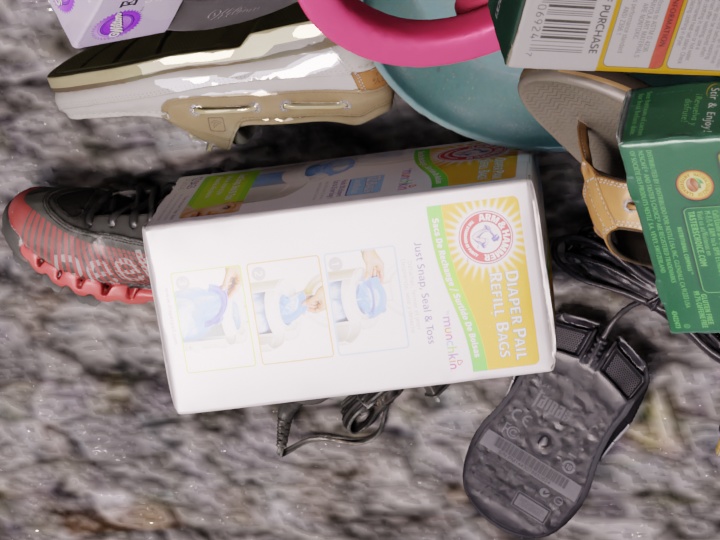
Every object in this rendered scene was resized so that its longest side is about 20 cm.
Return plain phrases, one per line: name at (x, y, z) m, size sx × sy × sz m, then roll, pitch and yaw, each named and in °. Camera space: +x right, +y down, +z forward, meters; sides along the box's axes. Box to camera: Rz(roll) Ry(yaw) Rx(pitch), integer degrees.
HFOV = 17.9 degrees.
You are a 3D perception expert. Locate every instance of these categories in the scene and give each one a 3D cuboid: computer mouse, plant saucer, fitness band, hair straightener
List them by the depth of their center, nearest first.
fitness band at (0.059, -0.166, 1.012) m, size 0.199 × 0.038 × 0.144 m, roll -30°, pitch 137°, yaw 17°
plant saucer at (0.097, -0.142, 1.112) m, size 0.198 × 0.036 × 0.201 m, roll 0°, pitch 137°, yaw 0°
computer mouse at (0.147, 0.076, 1.280) m, size 0.140 × 0.046 × 0.201 m, roll 26°, pitch 119°, yaw 10°
hair straightener at (0.011, 0.061, 1.329) m, size 0.077 × 0.041 × 0.200 m, roll 37°, pitch 131°, yaw -5°

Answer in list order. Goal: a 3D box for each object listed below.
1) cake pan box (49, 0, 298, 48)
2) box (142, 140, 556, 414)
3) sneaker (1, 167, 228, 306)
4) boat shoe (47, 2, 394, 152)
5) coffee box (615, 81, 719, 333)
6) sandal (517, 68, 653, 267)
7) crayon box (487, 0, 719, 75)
cake pan box at (-0.039, -0.184, 1.061) m, size 0.200 × 0.183 × 0.053 m, roll -49°, pitch 61°, yaw 53°
box at (0.000, 0.000, 1.194) m, size 0.199 × 0.113 × 0.102 m, roll -7°, pitch 105°, yaw 8°
sneaker at (-0.109, -0.021, 1.304) m, size 0.199 × 0.071 × 0.098 m, roll 18°, pitch 130°, yaw 9°
boat shoe at (-0.076, -0.098, 1.229) m, size 0.199 × 0.075 × 0.069 m, roll -7°, pitch 116°, yaw 27°
coffee box at (0.224, -0.031, 1.021) m, size 0.199 × 0.044 × 0.123 m, roll -4°, pitch 131°, yaw 22°
sandal at (0.147, -0.022, 1.122) m, size 0.200 × 0.055 × 0.082 m, roll 52°, pitch 150°, yaw -14°
crayon box at (0.165, -0.147, 0.991) m, size 0.199 × 0.052 × 0.126 m, roll 2°, pitch 132°, yaw -13°
